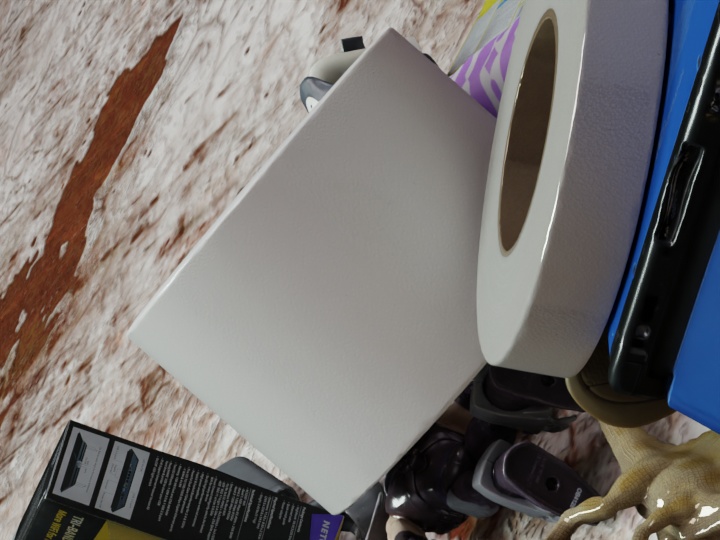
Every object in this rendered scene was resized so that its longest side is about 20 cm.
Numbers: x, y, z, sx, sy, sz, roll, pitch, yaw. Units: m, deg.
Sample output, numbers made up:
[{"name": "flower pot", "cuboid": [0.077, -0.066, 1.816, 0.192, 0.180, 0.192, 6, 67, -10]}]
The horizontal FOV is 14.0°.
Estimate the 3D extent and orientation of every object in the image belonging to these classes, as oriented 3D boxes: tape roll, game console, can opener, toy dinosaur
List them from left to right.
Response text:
[{"name": "can opener", "cuboid": [-0.031, 0.137, 1.681, 0.067, 0.053, 0.200, -33, 14, -11]}, {"name": "tape roll", "cuboid": [0.000, 0.000, 1.431, 0.203, 0.139, 0.203, -50, 2, 3]}, {"name": "tape roll", "cuboid": [0.088, -0.056, 1.244, 0.203, 0.037, 0.203, -170, 90, -84]}, {"name": "toy dinosaur", "cuboid": [0.131, 0.101, 1.280, 0.101, 0.058, 0.200, -49, 23, -6]}, {"name": "game console", "cuboid": [0.174, -0.037, 1.144, 0.171, 0.118, 0.200, -86, 9, -55]}]

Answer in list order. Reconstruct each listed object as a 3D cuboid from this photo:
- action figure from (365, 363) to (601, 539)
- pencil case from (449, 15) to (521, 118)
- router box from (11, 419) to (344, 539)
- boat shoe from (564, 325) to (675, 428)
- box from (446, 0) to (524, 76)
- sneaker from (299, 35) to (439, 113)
[{"name": "action figure", "cuboid": [0.057, 0.100, 1.440, 0.200, 0.069, 0.130, 144, 141, -68]}, {"name": "pencil case", "cuboid": [0.106, -0.098, 1.479, 0.085, 0.084, 0.200, -38, 2, -36]}, {"name": "router box", "cuboid": [-0.113, 0.169, 1.604, 0.200, 0.157, 0.052, 120, 167, -57]}, {"name": "boat shoe", "cuboid": [0.163, -0.012, 1.288, 0.200, 0.073, 0.065, -47, 0, -4]}, {"name": "box", "cuboid": [0.126, -0.188, 1.635, 0.117, 0.048, 0.200, -35, 26, 58]}, {"name": "sneaker", "cuboid": [0.008, -0.062, 1.655, 0.199, 0.079, 0.130, 122, 131, -65]}]
